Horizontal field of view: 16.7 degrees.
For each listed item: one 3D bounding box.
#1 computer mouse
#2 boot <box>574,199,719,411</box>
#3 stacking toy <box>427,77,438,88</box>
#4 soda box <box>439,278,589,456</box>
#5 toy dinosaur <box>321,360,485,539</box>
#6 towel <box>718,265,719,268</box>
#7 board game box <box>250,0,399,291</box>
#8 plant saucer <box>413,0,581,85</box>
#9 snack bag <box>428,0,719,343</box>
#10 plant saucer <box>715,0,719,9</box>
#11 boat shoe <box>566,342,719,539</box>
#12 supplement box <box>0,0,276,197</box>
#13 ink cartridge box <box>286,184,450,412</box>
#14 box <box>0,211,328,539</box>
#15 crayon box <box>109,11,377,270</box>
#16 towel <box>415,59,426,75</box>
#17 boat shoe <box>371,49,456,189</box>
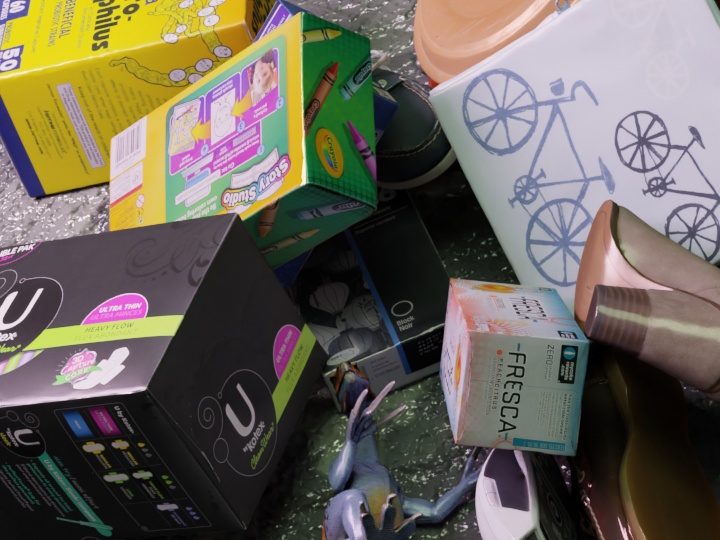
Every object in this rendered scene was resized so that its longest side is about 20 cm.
[{"bbox_3d":[0.089,0.158,1.317,0.044,0.110,0.200,-24,27,14],"label":"computer mouse"},{"bbox_3d":[0.196,0.024,1.355,0.145,0.071,0.200,14,21,-1],"label":"boot"},{"bbox_3d":[0.096,-0.127,1.610,0.200,0.085,0.086,-31,31,32],"label":"stacking toy"},{"bbox_3d":[0.083,0.051,1.368,0.068,0.064,0.200,6,8,-1],"label":"soda box"},{"bbox_3d":[-0.007,0.128,1.392,0.200,0.105,0.181,-39,23,-5],"label":"toy dinosaur"},{"bbox_3d":[0.213,-0.069,1.571,0.144,0.024,0.200,0,42,26],"label":"towel"},{"bbox_3d":[-0.065,-0.058,1.573,0.201,0.034,0.135,-58,38,16],"label":"board game box"},{"bbox_3d":[0.103,-0.203,1.565,0.200,0.032,0.201,-35,39,34],"label":"plant saucer"},{"bbox_3d":[0.155,-0.075,1.457,0.200,0.021,0.189,-32,77,26],"label":"snack bag"},{"bbox_3d":[0.230,-0.227,1.672,0.199,0.032,0.201,-2,36,2],"label":"plant saucer"},{"bbox_3d":[0.150,0.118,1.354,0.070,0.070,0.201,-48,25,29],"label":"boat shoe"},{"bbox_3d":[-0.157,-0.144,1.744,0.199,0.110,0.109,-12,40,10],"label":"supplement box"},{"bbox_3d":[0.000,0.000,1.568,0.099,0.039,0.200,-24,39,-2],"label":"ink cartridge box"},{"bbox_3d":[-0.149,0.068,1.463,0.199,0.125,0.149,-8,40,33],"label":"box"},{"bbox_3d":[-0.076,-0.060,1.509,0.200,0.058,0.119,-28,54,42],"label":"crayon box"},{"bbox_3d":[0.148,-0.210,1.755,0.191,0.035,0.201,-4,44,24],"label":"towel"},{"bbox_3d":[0.000,-0.106,1.599,0.075,0.062,0.200,-56,32,-4],"label":"boat shoe"}]
